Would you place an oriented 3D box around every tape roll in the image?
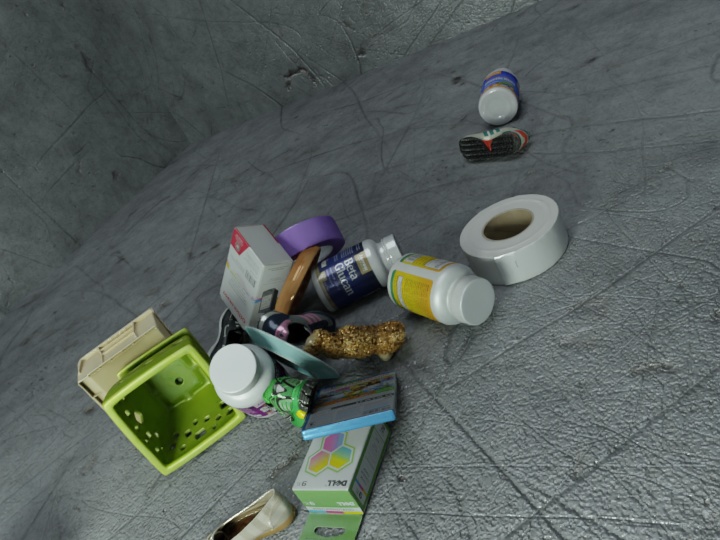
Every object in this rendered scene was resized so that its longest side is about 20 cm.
[{"bbox_3d":[-0.139,-0.053,1.458,0.199,0.066,0.200,-28,-13,-7],"label":"tape roll"},{"bbox_3d":[0.298,-0.063,1.165,0.201,0.071,0.203,-23,29,14],"label":"tape roll"}]

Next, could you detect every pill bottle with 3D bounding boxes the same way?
[{"bbox_3d":[-0.199,0.197,1.075,0.111,0.200,0.114,-3,69,7],"label":"pill bottle"},{"bbox_3d":[0.149,0.036,1.106,0.113,0.113,0.199,-42,30,-21],"label":"pill bottle"},{"bbox_3d":[0.407,-0.517,1.740,0.111,0.113,0.201,-15,33,27],"label":"pill bottle"},{"bbox_3d":[0.000,0.000,1.308,0.198,0.112,0.111,-27,28,8],"label":"pill bottle"}]

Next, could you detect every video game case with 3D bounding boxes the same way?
[{"bbox_3d":[-0.011,0.214,0.964,0.142,0.018,0.200,-15,6,6],"label":"video game case"}]

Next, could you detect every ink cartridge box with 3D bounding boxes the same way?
[{"bbox_3d":[-0.244,0.016,1.376,0.085,0.201,0.148,-13,47,-38],"label":"ink cartridge box"},{"bbox_3d":[-0.034,0.308,0.903,0.103,0.060,0.201,-12,34,31],"label":"ink cartridge box"}]

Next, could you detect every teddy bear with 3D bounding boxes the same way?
[{"bbox_3d":[-0.013,0.140,1.095,0.198,0.068,0.145,0,-21,-24],"label":"teddy bear"}]

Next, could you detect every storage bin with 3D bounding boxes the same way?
[{"bbox_3d":[-0.477,0.230,1.310,0.198,0.201,0.094,-37,31,-11],"label":"storage bin"}]

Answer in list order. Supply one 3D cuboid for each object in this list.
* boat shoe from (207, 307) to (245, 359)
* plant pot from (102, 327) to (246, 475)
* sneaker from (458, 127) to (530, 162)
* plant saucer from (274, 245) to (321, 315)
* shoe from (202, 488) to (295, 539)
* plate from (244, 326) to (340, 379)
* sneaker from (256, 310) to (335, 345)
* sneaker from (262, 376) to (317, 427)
[{"bbox_3d":[-0.299,0.159,1.392,0.060,0.076,0.201,-16,43,26],"label":"boat shoe"},{"bbox_3d":[-0.370,0.245,1.195,0.198,0.201,0.181,-35,21,-9],"label":"plant pot"},{"bbox_3d":[0.355,-0.335,1.567,0.093,0.071,0.199,-28,20,-34],"label":"sneaker"},{"bbox_3d":[-0.145,0.033,1.342,0.200,0.037,0.202,25,-91,-89],"label":"plant saucer"},{"bbox_3d":[-0.196,0.403,0.914,0.199,0.054,0.070,-32,28,-2],"label":"shoe"},{"bbox_3d":[-0.130,0.160,1.102,0.199,0.200,0.026,9,65,50],"label":"plate"},{"bbox_3d":[-0.109,0.124,1.188,0.082,0.071,0.199,25,15,40],"label":"sneaker"},{"bbox_3d":[-0.122,0.216,1.028,0.084,0.200,0.079,18,67,1],"label":"sneaker"}]
